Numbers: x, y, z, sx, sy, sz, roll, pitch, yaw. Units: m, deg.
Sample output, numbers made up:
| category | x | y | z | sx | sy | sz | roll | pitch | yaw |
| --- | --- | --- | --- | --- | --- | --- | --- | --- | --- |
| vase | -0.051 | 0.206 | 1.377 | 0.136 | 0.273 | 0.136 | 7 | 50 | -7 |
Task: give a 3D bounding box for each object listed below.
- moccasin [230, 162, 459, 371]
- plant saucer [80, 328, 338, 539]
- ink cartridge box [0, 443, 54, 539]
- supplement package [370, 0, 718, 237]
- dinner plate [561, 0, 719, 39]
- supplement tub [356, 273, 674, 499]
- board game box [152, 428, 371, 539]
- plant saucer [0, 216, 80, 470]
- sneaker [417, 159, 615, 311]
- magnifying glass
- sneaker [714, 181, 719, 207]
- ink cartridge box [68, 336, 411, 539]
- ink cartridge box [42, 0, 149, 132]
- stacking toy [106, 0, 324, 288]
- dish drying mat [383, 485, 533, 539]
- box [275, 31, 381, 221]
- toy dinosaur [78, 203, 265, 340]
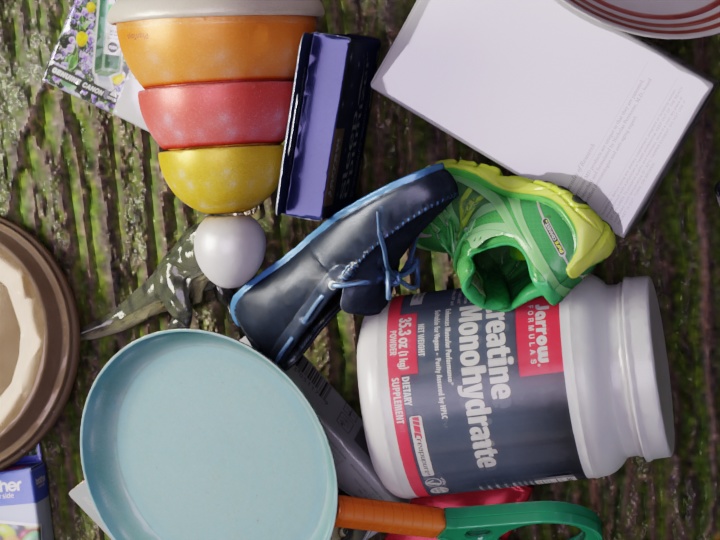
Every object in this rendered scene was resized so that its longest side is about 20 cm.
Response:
| category | x | y | z | sx | sy | sz | roll | pitch | yaw |
| --- | --- | --- | --- | --- | --- | --- | --- | --- | --- |
| moccasin | 0.000 | 0.000 | 1.590 | 0.200 | 0.080 | 0.068 | -38 | 75 | 39 |
| plant saucer | -0.100 | 0.132 | 1.632 | 0.199 | 0.027 | 0.201 | 9 | 110 | 24 |
| ink cartridge box | -0.285 | 0.214 | 1.765 | 0.119 | 0.042 | 0.201 | -5 | 92 | 11 |
| supplement package | 0.127 | -0.126 | 1.618 | 0.199 | 0.121 | 0.120 | 31 | 100 | 6 |
| dinner plate | 0.187 | -0.231 | 1.597 | 0.199 | 0.024 | 0.201 | 5 | 58 | -8 |
| supplement tub | 0.106 | 0.077 | 1.628 | 0.199 | 0.140 | 0.141 | -8 | 93 | 11 |
| board game box | -0.086 | 0.218 | 1.697 | 0.135 | 0.028 | 0.201 | 29 | 118 | 3 |
| plant saucer | -0.301 | 0.053 | 1.740 | 0.199 | 0.029 | 0.201 | -1 | 84 | 13 |
| sneaker | 0.081 | -0.021 | 1.580 | 0.074 | 0.200 | 0.084 | 46 | 72 | -28 |
| magnifying glass | 0.073 | 0.175 | 1.645 | 0.199 | 0.080 | 0.023 | 7 | 59 | -21 |
| sneaker | 0.316 | -0.077 | 1.609 | 0.145 | 0.077 | 0.204 | 9 | 97 | 7 |
| ink cartridge box | -0.084 | 0.153 | 1.711 | 0.200 | 0.057 | 0.163 | -36 | 101 | 31 |
| ink cartridge box | -0.136 | -0.204 | 1.696 | 0.109 | 0.050 | 0.201 | 25 | 99 | 7 |
| stacking toy | -0.094 | -0.089 | 1.600 | 0.145 | 0.146 | 0.201 | -1 | 94 | 11 |
| dish drying mat | 0.044 | 0.221 | 1.715 | 0.077 | 0.018 | 0.201 | 31 | 100 | 6 |
| box | -0.020 | -0.098 | 1.607 | 0.032 | 0.200 | 0.122 | 10 | 97 | 8 |
| toy dinosaur | -0.121 | 0.020 | 1.715 | 0.200 | 0.047 | 0.088 | -39 | 93 | 22 |
